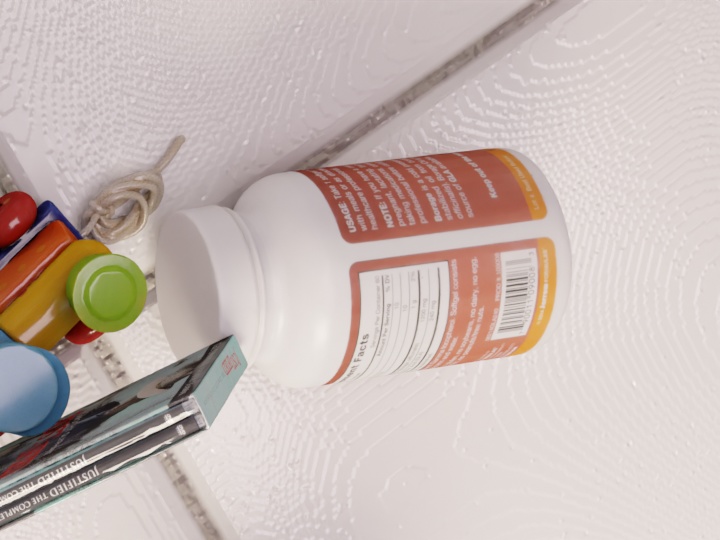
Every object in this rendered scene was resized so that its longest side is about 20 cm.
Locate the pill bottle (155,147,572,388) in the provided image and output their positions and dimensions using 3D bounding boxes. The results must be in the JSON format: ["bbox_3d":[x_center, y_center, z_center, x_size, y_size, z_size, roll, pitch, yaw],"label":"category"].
[{"bbox_3d":[0.000,0.000,1.325,0.199,0.112,0.113,-7,98,-26],"label":"pill bottle"}]

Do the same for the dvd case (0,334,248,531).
[{"bbox_3d":[-0.151,0.093,1.195,0.199,0.146,0.022,-25,96,9],"label":"dvd case"}]

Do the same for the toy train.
[{"bbox_3d":[-0.137,0.001,1.252,0.200,0.116,0.085,-46,113,-16],"label":"toy train"}]
